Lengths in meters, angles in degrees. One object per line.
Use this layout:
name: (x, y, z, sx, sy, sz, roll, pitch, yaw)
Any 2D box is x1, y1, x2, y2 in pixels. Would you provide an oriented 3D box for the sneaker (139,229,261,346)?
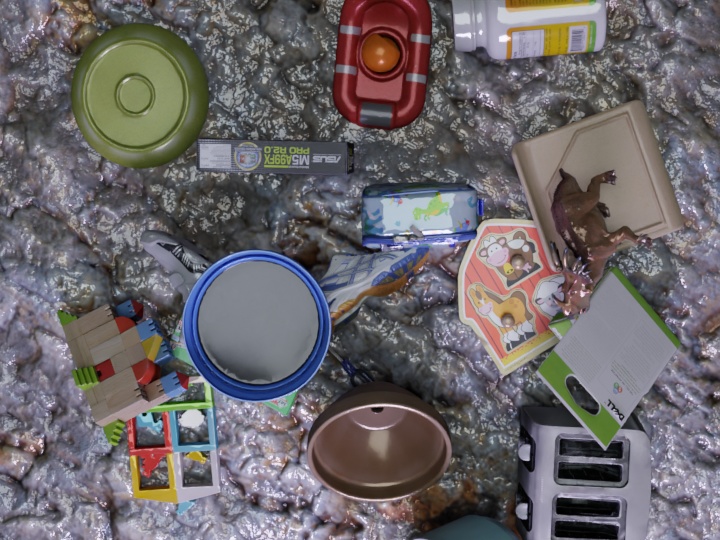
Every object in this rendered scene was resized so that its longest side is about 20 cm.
sneaker: (-0.235, 0.033, 1.636, 0.198, 0.075, 0.116, 32, 94, 1)

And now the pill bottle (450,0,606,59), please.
pill bottle: (0.221, -0.340, 1.585, 0.197, 0.111, 0.113, -4, 96, 3)

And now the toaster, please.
toaster: (0.311, 0.290, 1.644, 0.197, 0.119, 0.184, 3, 97, 2)

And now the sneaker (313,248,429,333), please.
sneaker: (0.000, 0.000, 1.651, 0.199, 0.076, 0.089, -32, 65, -9)

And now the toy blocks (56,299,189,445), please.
toy blocks: (-0.324, 0.120, 1.663, 0.135, 0.100, 0.202, -26, 70, 3)

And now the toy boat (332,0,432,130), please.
toy boat: (0.029, -0.291, 1.590, 0.128, 0.131, 0.203, 6, 96, 2)

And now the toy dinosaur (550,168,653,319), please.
toy dinosaur: (0.284, -0.053, 1.552, 0.134, 0.086, 0.202, -16, 71, -17)

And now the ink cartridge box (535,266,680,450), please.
ink cartridge box: (0.314, 0.118, 1.593, 0.148, 0.076, 0.200, 47, 64, -9)

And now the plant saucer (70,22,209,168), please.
plant saucer: (-0.311, -0.244, 1.663, 0.197, 0.031, 0.203, 0, 96, 2)

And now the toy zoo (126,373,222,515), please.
toy zoo: (-0.269, 0.253, 1.718, 0.129, 0.020, 0.203, -4, 95, 3)

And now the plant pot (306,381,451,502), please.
plant pot: (0.025, 0.221, 1.645, 0.197, 0.093, 0.203, 0, 130, 0)

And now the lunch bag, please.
lunch bag: (0.081, -0.076, 1.575, 0.158, 0.200, 0.084, -3, 97, 3)

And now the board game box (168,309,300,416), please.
board game box: (-0.161, 0.098, 1.684, 0.198, 0.029, 0.136, 27, 97, 5)

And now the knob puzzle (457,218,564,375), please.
knob puzzle: (0.222, 0.018, 1.664, 0.216, 0.030, 0.223, 0, 96, 3)

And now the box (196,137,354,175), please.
box: (-0.110, -0.152, 1.598, 0.197, 0.160, 0.045, 2, 95, 2)

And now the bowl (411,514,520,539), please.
bowl: (0.168, 0.417, 1.643, 0.105, 0.200, 0.202, -37, 94, -27)

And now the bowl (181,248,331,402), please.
bowl: (-0.137, 0.072, 1.588, 0.197, 0.039, 0.204, 0, 96, -1)

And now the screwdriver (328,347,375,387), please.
screwdriver: (-0.034, 0.116, 1.695, 0.029, 0.028, 0.200, -39, 86, -23)

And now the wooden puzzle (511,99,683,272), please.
wooden puzzle: (0.325, -0.115, 1.639, 0.197, 0.037, 0.188, -19, 89, 0)
